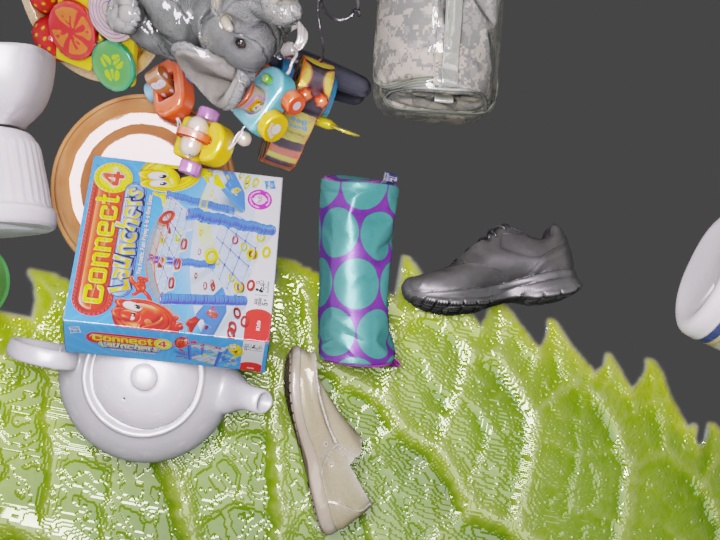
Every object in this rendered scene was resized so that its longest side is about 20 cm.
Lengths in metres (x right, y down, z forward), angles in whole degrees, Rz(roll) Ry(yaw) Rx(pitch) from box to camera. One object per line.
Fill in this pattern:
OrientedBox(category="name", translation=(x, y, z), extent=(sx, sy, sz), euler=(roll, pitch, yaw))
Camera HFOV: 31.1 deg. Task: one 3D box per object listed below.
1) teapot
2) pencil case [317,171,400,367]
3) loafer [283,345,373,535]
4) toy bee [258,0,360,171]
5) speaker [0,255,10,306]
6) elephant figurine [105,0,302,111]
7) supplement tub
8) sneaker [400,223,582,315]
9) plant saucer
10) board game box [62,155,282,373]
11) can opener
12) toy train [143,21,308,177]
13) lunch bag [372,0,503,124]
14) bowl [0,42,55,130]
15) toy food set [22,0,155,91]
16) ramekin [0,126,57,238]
OrientedBox(category="teapot", translation=(-0.220, 0.103, 1.303), extent=(0.199, 0.146, 0.199), euler=(-33, 91, -5))
OrientedBox(category="pencil case", translation=(0.000, 0.000, 1.359), extent=(0.091, 0.085, 0.203), euler=(3, 89, -30))
OrientedBox(category="loafer", translation=(-0.034, 0.174, 1.360), extent=(0.067, 0.076, 0.203), euler=(-13, 99, -8))
OrientedBox(category="toy bee", translation=(-0.063, -0.177, 1.303), extent=(0.129, 0.109, 0.202), euler=(0, 124, -2))
OrientedBox(category="speaker", translation=(-0.396, 0.009, 1.259), extent=(0.087, 0.200, 0.090), euler=(0, 88, -6))
OrientedBox(category="elephant figurine", translation=(-0.125, -0.220, 1.179), extent=(0.199, 0.155, 0.143), euler=(32, 110, 19))
OrientedBox(category="supplement tub", translation=(0.453, 0.039, 1.377), extent=(0.198, 0.144, 0.146), euler=(24, 86, -5))
OrientedBox(category="sneaker", translation=(0.137, -0.002, 1.388), extent=(0.197, 0.076, 0.092), euler=(-7, 81, -14))
OrientedBox(category="plant saucer", translation=(-0.228, -0.087, 1.362), extent=(0.197, 0.037, 0.204), euler=(0, 89, -6))
OrientedBox(category="board game box", translation=(-0.179, -0.009, 1.271), extent=(0.193, 0.056, 0.202), euler=(6, 55, -6))
OrientedBox(category="can opener", translation=(-0.082, -0.224, 1.368), extent=(0.198, 0.063, 0.080), euler=(22, 86, -5))
OrientedBox(category="toy train", translation=(-0.144, -0.179, 1.273), extent=(0.198, 0.055, 0.152), euler=(-16, 67, 31))
OrientedBox(category="lunch bag", translation=(0.085, -0.262, 1.335), extent=(0.137, 0.168, 0.203), euler=(5, 87, -6))
OrientedBox(category="bowl", translation=(-0.402, -0.176, 1.267), extent=(0.197, 0.200, 0.076), euler=(-1, 93, -7))
OrientedBox(category="toy food set", translation=(-0.274, -0.285, 1.304), extent=(0.196, 0.049, 0.202), euler=(22, 122, 20))
OrientedBox(category="ramekin", translation=(-0.398, -0.085, 1.263), extent=(0.199, 0.202, 0.096), euler=(-1, 87, -6))
